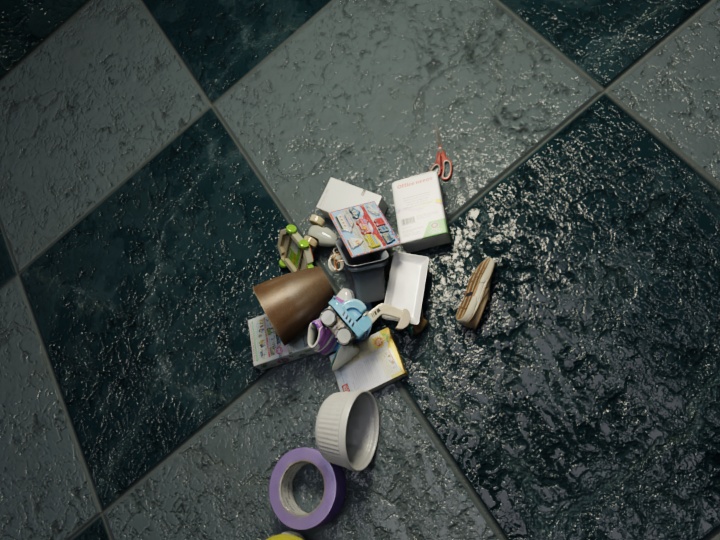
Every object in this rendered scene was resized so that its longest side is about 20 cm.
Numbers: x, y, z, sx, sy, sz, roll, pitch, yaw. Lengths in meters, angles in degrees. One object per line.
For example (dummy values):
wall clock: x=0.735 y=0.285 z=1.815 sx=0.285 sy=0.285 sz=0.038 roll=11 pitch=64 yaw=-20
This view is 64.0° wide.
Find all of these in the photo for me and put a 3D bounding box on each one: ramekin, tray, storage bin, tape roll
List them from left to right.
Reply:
tape roll: x=-0.143 y=0.588 z=1.561 sx=0.195 sy=0.085 sz=0.206 roll=-6 pitch=70 yaw=18
ramekin: x=-0.037 y=0.418 z=1.527 sx=0.103 sy=0.200 sz=0.206 roll=-1 pitch=70 yaw=28
storage bin: x=0.000 y=0.000 z=1.645 sx=0.142 sy=0.138 sz=0.201 roll=-12 pitch=26 yaw=-10
tray: x=0.128 y=0.050 z=1.627 sx=0.104 sy=0.022 sz=0.205 roll=9 pitch=69 yaw=8

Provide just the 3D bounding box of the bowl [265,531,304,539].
bowl: x=-0.189 y=0.749 z=1.494 sx=0.195 sy=0.204 sz=0.108 roll=-13 pitch=25 yaw=14

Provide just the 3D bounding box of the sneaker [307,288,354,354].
sneaker: x=-0.085 y=0.138 z=1.643 sx=0.071 sy=0.114 sz=0.205 roll=19 pitch=81 yaw=31

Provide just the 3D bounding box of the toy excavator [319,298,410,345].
toy excavator: x=0.012 y=0.126 z=1.554 sx=0.200 sy=0.100 sz=0.195 roll=-43 pitch=84 yaw=-7

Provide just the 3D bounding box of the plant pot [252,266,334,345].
plant pot: x=-0.178 y=0.081 z=1.648 sx=0.197 sy=0.188 sz=0.189 roll=-30 pitch=63 yaw=-8

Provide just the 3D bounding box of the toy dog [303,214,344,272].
toy dog: x=-0.089 y=-0.087 z=1.793 sx=0.200 sy=0.096 sz=0.132 roll=43 pitch=85 yaw=12

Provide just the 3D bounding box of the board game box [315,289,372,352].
board game box: x=-0.044 y=0.152 z=1.707 sx=0.196 sy=0.039 sz=0.162 roll=-21 pitch=66 yaw=20

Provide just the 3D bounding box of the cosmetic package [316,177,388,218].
cosmetic package: x=-0.026 y=-0.199 z=1.801 sx=0.196 sy=0.081 sz=0.115 roll=22 pitch=81 yaw=24

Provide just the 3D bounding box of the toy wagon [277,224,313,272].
toy wagon: x=-0.191 y=-0.037 z=1.774 sx=0.039 sy=0.157 sz=0.200 roll=-22 pitch=57 yaw=-36

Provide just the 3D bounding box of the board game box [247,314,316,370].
board game box: x=-0.234 y=0.198 z=1.744 sx=0.195 sy=0.064 sz=0.151 roll=-18 pitch=65 yaw=11

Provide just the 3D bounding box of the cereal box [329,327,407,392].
cereal box: x=0.020 y=0.270 z=1.640 sx=0.196 sy=0.040 sz=0.147 roll=-26 pitch=62 yaw=10

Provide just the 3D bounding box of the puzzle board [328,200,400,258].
puzzle board: x=0.009 y=-0.123 z=1.643 sx=0.147 sy=0.018 sz=0.202 roll=-15 pitch=47 yaw=-16

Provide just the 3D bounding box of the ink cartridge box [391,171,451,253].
ink cartridge box: x=0.181 y=-0.173 z=1.716 sx=0.141 sy=0.084 sz=0.205 roll=-13 pitch=68 yaw=14

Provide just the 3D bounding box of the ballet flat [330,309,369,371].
ballet flat: x=-0.023 y=0.195 z=1.627 sx=0.068 sy=0.069 sz=0.204 roll=18 pitch=82 yaw=24

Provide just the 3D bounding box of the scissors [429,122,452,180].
scissors: x=0.257 y=-0.374 z=1.803 sx=0.071 sy=0.014 sz=0.205 roll=0 pitch=71 yaw=22

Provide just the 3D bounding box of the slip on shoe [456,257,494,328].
slip on shoe: x=0.331 y=0.064 z=1.597 sx=0.060 sy=0.076 sz=0.203 roll=31 pitch=71 yaw=-14

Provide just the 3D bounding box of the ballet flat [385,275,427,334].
ballet flat: x=0.131 y=0.088 z=1.659 sx=0.071 sy=0.068 sz=0.202 roll=-25 pitch=63 yaw=-13
